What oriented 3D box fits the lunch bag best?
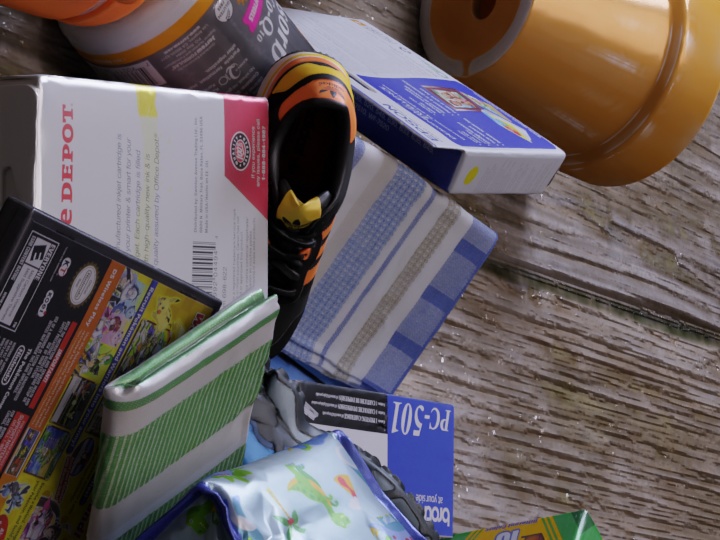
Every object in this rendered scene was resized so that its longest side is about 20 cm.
[{"bbox_3d":[-0.080,0.202,1.600,0.127,0.200,0.170,54,26,12],"label":"lunch bag"}]

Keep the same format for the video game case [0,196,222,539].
[{"bbox_3d":[-0.176,0.077,1.536,0.181,0.025,0.200,29,88,-54],"label":"video game case"}]

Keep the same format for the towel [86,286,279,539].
[{"bbox_3d":[-0.111,0.117,1.611,0.153,0.023,0.200,-35,147,-48],"label":"towel"}]

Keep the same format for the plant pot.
[{"bbox_3d":[0.152,-0.184,2.204,0.183,0.200,0.200,18,62,-40],"label":"plant pot"}]

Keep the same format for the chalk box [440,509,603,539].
[{"bbox_3d":[0.108,0.285,1.974,0.124,0.125,0.200,61,31,-28],"label":"chalk box"}]

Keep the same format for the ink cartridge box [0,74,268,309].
[{"bbox_3d":[-0.147,-0.034,1.630,0.200,0.083,0.145,3,88,-52],"label":"ink cartridge box"}]

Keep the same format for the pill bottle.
[{"bbox_3d":[-0.093,-0.128,1.787,0.200,0.116,0.116,49,39,-42],"label":"pill bottle"}]

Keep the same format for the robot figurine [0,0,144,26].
[{"bbox_3d":[-0.187,-0.205,1.628,0.200,0.144,0.117,14,73,-47],"label":"robot figurine"}]

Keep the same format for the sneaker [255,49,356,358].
[{"bbox_3d":[-0.050,-0.031,1.721,0.090,0.070,0.200,-114,-143,-71],"label":"sneaker"}]

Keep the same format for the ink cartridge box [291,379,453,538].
[{"bbox_3d":[-0.006,0.127,1.875,0.200,0.044,0.094,14,75,-58],"label":"ink cartridge box"}]

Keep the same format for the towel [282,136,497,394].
[{"bbox_3d":[0.000,0.000,1.859,0.147,0.024,0.200,-55,143,3],"label":"towel"}]

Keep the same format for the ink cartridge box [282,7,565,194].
[{"bbox_3d":[0.015,-0.116,1.928,0.200,0.198,0.047,-4,126,-59],"label":"ink cartridge box"}]

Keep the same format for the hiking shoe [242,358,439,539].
[{"bbox_3d":[-0.039,0.136,1.744,0.200,0.074,0.087,43,72,-7],"label":"hiking shoe"}]

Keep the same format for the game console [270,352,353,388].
[{"bbox_3d":[-0.041,0.067,1.892,0.200,0.031,0.177,38,47,-49],"label":"game console"}]
